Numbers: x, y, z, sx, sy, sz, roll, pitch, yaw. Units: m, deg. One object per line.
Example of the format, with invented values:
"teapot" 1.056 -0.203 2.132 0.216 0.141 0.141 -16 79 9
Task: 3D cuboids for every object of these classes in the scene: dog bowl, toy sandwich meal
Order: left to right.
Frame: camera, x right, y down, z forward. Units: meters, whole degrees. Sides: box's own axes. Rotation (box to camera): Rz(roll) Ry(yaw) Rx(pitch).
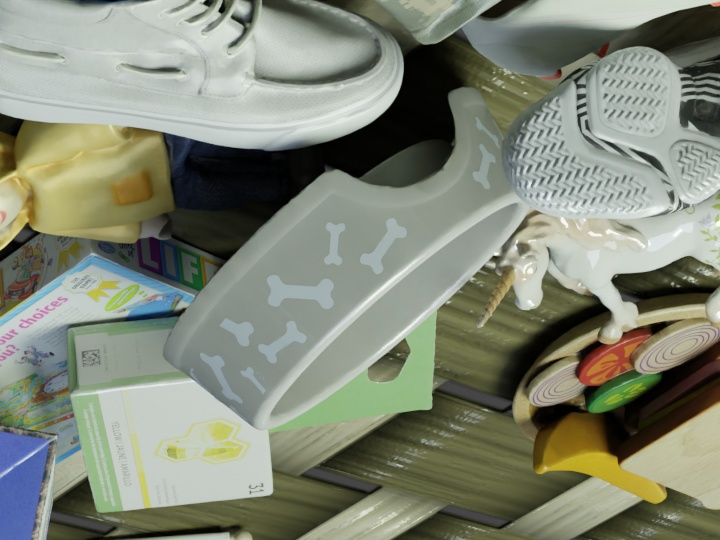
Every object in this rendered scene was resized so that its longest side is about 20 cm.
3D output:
"dog bowl" 0.000 0.000 1.048 0.200 0.059 0.200 -40 170 -8
"toy sandwich meal" 0.192 0.087 1.332 0.204 0.070 0.205 -7 149 -4

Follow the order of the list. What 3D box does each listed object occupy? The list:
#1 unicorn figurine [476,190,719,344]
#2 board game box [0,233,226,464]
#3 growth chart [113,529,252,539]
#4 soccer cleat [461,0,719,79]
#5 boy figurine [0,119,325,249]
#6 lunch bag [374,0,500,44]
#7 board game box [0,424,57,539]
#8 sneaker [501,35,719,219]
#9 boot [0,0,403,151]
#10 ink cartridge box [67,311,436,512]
"unicorn figurine" 0.145 -0.010 1.175 0.200 0.074 0.137 -27 148 -4
"board game box" -0.164 0.043 1.193 0.200 0.034 0.134 -32 143 31
"growth chart" -0.131 0.228 1.519 0.144 0.018 0.200 -9 148 0
"soccer cleat" 0.124 -0.145 0.945 0.200 0.069 0.077 -27 142 31
"boy figurine" -0.118 -0.048 1.034 0.199 0.065 0.124 -7 151 -11
"lunch bag" 0.050 -0.199 0.790 0.200 0.118 0.164 -31 143 20
"board game box" -0.231 0.178 1.210 0.097 0.160 0.200 11 163 -6
"sneaker" 0.138 -0.064 1.014 0.199 0.075 0.115 -21 178 -24
"boot" -0.072 -0.106 0.940 0.199 0.074 0.096 -1 154 -13
"ink cartridge box" -0.055 0.072 1.196 0.199 0.048 0.146 -5 148 -4
